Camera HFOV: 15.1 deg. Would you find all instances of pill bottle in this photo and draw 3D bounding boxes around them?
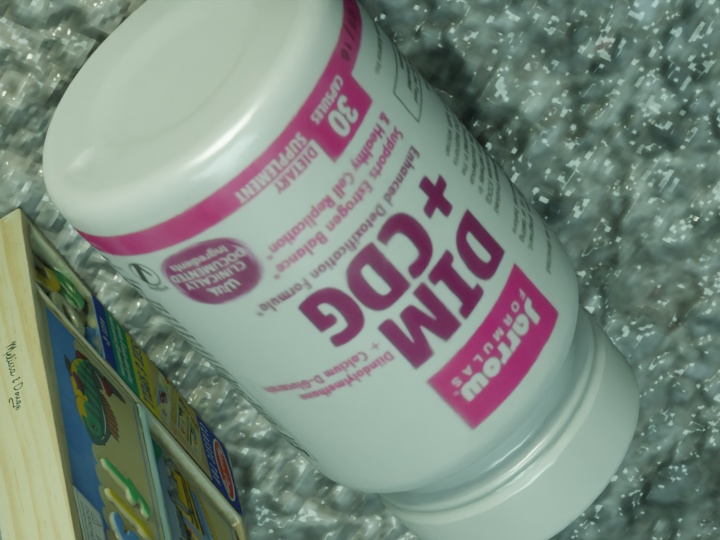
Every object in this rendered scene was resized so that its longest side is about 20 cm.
[{"bbox_3d":[0.000,0.000,0.885,0.113,0.114,0.200,-36,123,11],"label":"pill bottle"}]

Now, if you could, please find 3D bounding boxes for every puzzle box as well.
[{"bbox_3d":[-0.072,0.081,0.868,0.025,0.200,0.133,-32,124,8],"label":"puzzle box"}]
